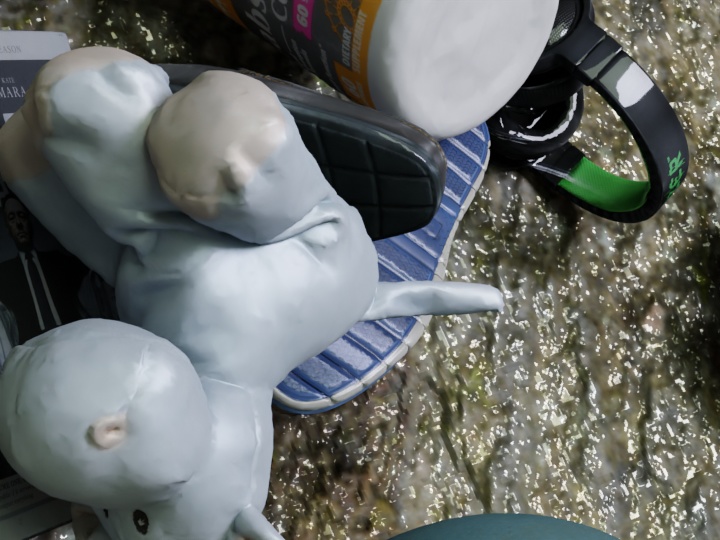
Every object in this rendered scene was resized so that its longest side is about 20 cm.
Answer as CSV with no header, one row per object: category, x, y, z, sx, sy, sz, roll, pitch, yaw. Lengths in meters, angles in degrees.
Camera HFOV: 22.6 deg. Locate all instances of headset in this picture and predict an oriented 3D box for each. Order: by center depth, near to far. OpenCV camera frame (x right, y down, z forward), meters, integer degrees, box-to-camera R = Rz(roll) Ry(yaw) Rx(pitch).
headset,0.073,-0.093,0.918,0.200,0.124,0.094,41,71,15

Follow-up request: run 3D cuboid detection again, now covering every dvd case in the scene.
dvd case,-0.140,0.002,0.724,0.150,0.025,0.202,-14,88,-64

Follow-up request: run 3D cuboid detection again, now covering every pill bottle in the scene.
pill bottle,-0.011,-0.154,0.852,0.116,0.117,0.200,-25,46,-36

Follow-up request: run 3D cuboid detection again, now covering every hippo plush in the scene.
hippo plush,-0.078,0.028,0.689,0.200,0.158,0.162,41,65,-47

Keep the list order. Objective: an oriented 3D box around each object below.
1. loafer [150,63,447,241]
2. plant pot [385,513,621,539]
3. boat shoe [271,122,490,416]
loafer,-0.048,-0.063,0.802,0.198,0.073,0.072,13,39,23
plant pot,0.079,0.186,0.751,0.198,0.135,0.202,13,60,-22
boat shoe,0.000,0.000,0.845,0.072,0.072,0.200,39,51,-5
